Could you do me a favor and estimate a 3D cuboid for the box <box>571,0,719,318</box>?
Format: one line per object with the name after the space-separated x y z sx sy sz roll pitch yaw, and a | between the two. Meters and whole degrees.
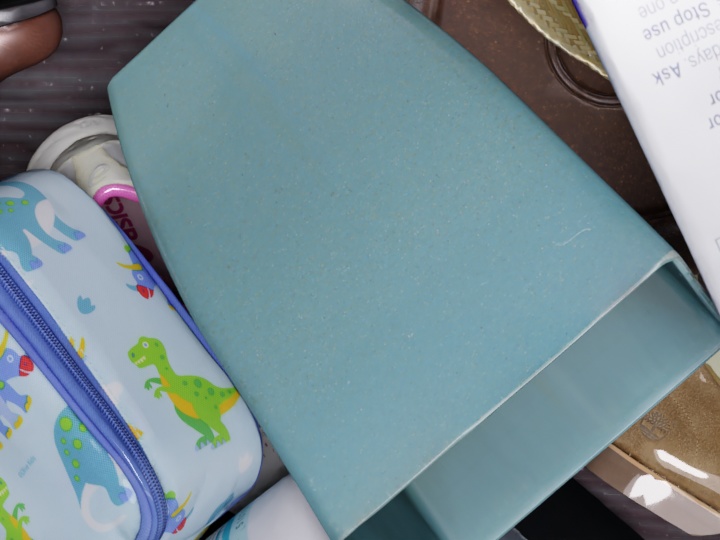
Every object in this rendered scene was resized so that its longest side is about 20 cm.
0.178 -0.072 0.569 0.184 0.105 0.200 -24 105 11 | box

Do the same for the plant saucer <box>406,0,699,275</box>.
0.101 -0.092 0.726 0.200 0.034 0.201 0 86 3 | plant saucer

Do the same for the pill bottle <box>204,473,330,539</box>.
-0.059 0.171 0.660 0.200 0.111 0.111 -39 101 16 | pill bottle

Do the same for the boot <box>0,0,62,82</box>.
-0.165 -0.001 0.762 0.188 0.068 0.200 -30 103 7 | boot

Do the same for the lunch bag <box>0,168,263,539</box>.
-0.142 0.066 0.679 0.161 0.082 0.200 53 132 7 | lunch bag

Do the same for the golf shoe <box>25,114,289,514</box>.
-0.070 0.033 0.721 0.075 0.092 0.200 -34 110 -6 | golf shoe

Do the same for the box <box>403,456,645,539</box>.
0.022 0.176 0.761 0.079 0.141 0.200 40 101 18 | box

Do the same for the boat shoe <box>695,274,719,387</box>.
0.210 0.063 0.744 0.073 0.065 0.200 -36 82 -29 | boat shoe

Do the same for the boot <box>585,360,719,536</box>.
0.202 0.105 0.790 0.200 0.074 0.076 31 92 -5 | boot

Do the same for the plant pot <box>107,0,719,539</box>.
0.010 -0.017 0.642 0.141 0.141 0.200 -41 68 7 | plant pot

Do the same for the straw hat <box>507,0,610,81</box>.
0.129 -0.160 0.644 0.201 0.085 0.201 2 110 5 | straw hat
